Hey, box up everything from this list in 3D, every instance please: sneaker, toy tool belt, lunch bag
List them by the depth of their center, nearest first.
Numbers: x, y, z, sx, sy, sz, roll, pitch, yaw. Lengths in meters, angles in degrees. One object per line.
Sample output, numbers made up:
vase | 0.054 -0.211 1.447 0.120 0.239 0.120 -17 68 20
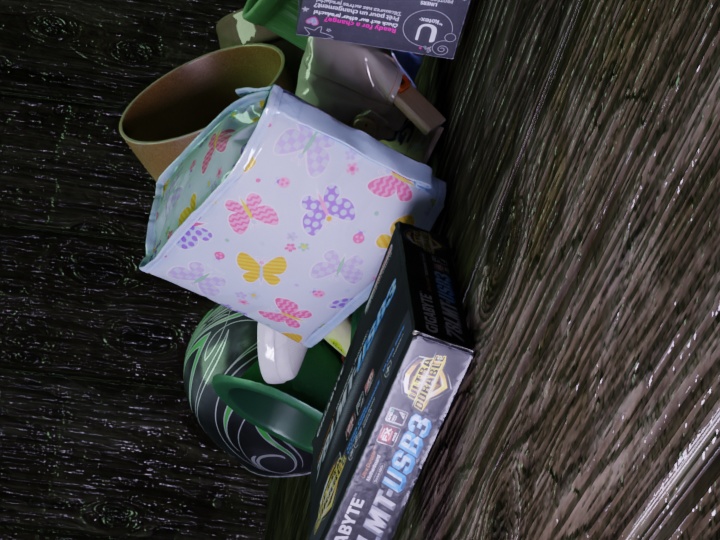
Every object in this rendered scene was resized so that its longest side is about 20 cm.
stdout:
lunch bag | -0.049 -0.054 1.433 0.200 0.170 0.127 -41 32 45
toy tool belt | 0.018 -0.175 1.527 0.200 0.123 0.125 -76 1 -56
sneaker | -0.022 0.009 1.638 0.074 0.115 0.200 49 -131 -71

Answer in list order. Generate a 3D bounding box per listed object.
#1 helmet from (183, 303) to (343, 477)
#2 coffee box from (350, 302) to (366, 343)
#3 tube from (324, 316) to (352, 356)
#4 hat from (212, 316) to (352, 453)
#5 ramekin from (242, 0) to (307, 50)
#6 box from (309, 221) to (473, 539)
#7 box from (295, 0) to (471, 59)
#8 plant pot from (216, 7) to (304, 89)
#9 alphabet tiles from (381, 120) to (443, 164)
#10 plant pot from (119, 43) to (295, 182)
helmet | -0.089 0.104 1.948 0.200 0.200 0.191 -90 -16 -54
coffee box | 0.017 0.089 1.511 0.123 0.044 0.200 111 165 -64
tube | -0.047 0.024 1.712 0.052 0.200 0.058 -46 -9 37
hat | -0.033 0.072 1.750 0.200 0.166 0.176 -1 57 57
ramekin | -0.020 -0.301 1.791 0.200 0.098 0.200 -52 13 17
box | 0.016 0.092 1.292 0.199 0.050 0.200 -96 26 -66
box | 0.023 -0.276 1.427 0.115 0.132 0.200 104 172 -47
plant pot | -0.047 -0.206 2.024 0.200 0.200 0.175 145 113 -84
alphabet tiles | -0.009 -0.046 1.550 0.200 0.008 0.167 -64 26 3
plant pot | -0.127 -0.106 1.931 0.186 0.186 0.200 -91 -21 -58
